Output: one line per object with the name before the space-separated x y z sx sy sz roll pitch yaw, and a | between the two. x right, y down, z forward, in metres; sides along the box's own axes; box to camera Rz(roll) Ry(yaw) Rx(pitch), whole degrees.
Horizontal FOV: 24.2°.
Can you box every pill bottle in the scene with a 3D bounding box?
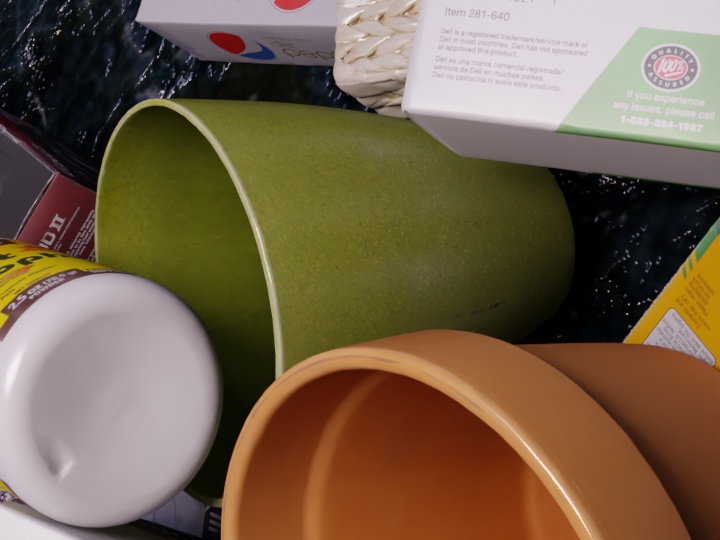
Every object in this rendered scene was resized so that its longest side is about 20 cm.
pill bottle | -0.153 0.044 0.781 0.200 0.109 0.110 13 80 56

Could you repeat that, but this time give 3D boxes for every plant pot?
plant pot | 0.000 0.000 0.816 0.187 0.199 0.189 25 120 54
plant pot | 0.065 0.109 0.582 0.199 0.139 0.202 17 114 44

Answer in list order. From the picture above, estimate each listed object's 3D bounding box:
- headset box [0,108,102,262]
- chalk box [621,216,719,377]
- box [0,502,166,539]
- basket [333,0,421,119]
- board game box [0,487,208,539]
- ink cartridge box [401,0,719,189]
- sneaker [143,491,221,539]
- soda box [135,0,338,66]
headset box | -0.174 -0.027 0.977 0.149 0.200 0.078 35 95 41
chalk box | 0.209 0.039 0.658 0.125 0.199 0.124 53 134 25
box | -0.076 0.192 0.715 0.199 0.097 0.125 19 87 20
basket | 0.096 -0.138 0.851 0.199 0.135 0.124 -2 72 38
board game box | -0.114 0.211 0.833 0.057 0.199 0.166 176 113 -76
ink cartridge box | 0.113 -0.146 0.708 0.144 0.084 0.202 9 84 22
sneaker | -0.137 0.173 0.921 0.075 0.115 0.201 -14 64 34
soda box | -0.042 -0.167 1.021 0.199 0.064 0.069 9 78 40
